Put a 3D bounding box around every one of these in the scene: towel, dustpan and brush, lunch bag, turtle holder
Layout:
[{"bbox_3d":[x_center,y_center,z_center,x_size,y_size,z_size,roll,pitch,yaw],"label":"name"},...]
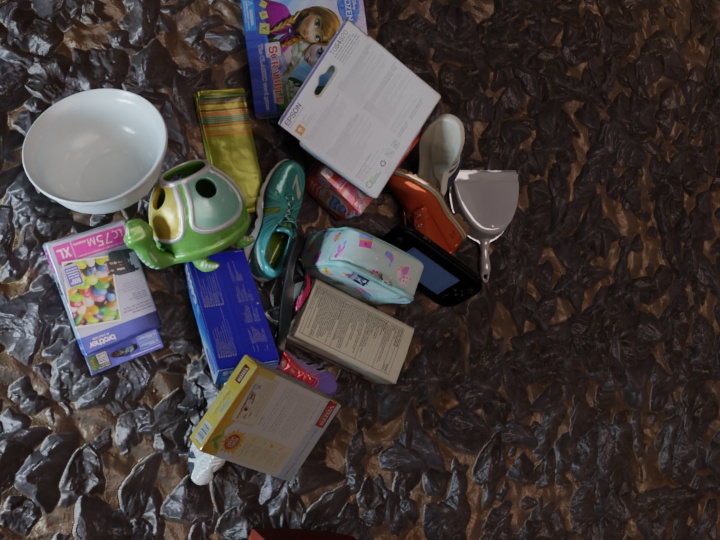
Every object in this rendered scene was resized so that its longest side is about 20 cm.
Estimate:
[{"bbox_3d":[-0.204,-0.190,1.300,0.085,0.018,0.202,-13,93,-27],"label":"towel"},{"bbox_3d":[0.231,-0.081,1.512,0.138,0.057,0.202,-2,81,-17],"label":"dustpan and brush"},{"bbox_3d":[0.000,0.000,1.292,0.160,0.200,0.078,30,75,-25],"label":"lunch bag"},{"bbox_3d":[-0.256,-0.080,1.191,0.184,0.141,0.133,-21,120,-13],"label":"turtle holder"}]

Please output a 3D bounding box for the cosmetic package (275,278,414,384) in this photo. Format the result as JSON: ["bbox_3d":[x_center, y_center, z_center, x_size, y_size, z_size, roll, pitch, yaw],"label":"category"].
[{"bbox_3d":[-0.025,0.102,1.335,0.199,0.087,0.104,29,72,-22],"label":"cosmetic package"}]

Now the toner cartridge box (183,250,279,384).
[{"bbox_3d":[-0.195,0.065,1.215,0.094,0.043,0.201,-7,57,-24],"label":"toner cartridge box"}]

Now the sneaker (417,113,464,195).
[{"bbox_3d":[0.146,-0.210,1.406,0.075,0.201,0.085,32,59,10],"label":"sneaker"}]

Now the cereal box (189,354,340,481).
[{"bbox_3d":[-0.133,0.220,1.190,0.144,0.039,0.200,-55,137,-1],"label":"cereal box"}]

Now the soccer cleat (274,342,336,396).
[{"bbox_3d":[-0.117,0.156,1.288,0.199,0.076,0.067,31,74,-22],"label":"soccer cleat"}]

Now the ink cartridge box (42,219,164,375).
[{"bbox_3d":[-0.368,0.039,1.185,0.119,0.042,0.202,-21,98,-27],"label":"ink cartridge box"}]

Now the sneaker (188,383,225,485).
[{"bbox_3d":[-0.170,0.246,1.250,0.129,0.079,0.201,26,86,-37],"label":"sneaker"}]

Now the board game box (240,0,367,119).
[{"bbox_3d":[-0.084,-0.358,1.315,0.197,0.041,0.202,-8,90,0],"label":"board game box"}]

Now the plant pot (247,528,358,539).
[{"bbox_3d":[-0.096,0.487,1.222,0.175,0.200,0.201,22,76,-12],"label":"plant pot"}]

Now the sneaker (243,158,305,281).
[{"bbox_3d":[-0.123,-0.078,1.294,0.077,0.079,0.202,18,82,-33],"label":"sneaker"}]

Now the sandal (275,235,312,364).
[{"bbox_3d":[-0.100,0.046,1.247,0.045,0.075,0.202,9,74,-6],"label":"sandal"}]

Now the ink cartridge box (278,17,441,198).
[{"bbox_3d":[-0.003,-0.249,1.268,0.199,0.041,0.200,35,85,-21],"label":"ink cartridge box"}]

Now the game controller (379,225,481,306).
[{"bbox_3d":[0.114,-0.005,1.410,0.199,0.104,0.042,34,39,-21],"label":"game controller"}]

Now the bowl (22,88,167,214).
[{"bbox_3d":[-0.362,-0.152,1.151,0.199,0.091,0.203,0,60,1],"label":"bowl"}]

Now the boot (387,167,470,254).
[{"bbox_3d":[0.102,-0.090,1.421,0.200,0.075,0.108,44,74,-26],"label":"boot"}]

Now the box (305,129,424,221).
[{"bbox_3d":[0.002,-0.190,1.366,0.100,0.095,0.201,44,68,-17],"label":"box"}]
